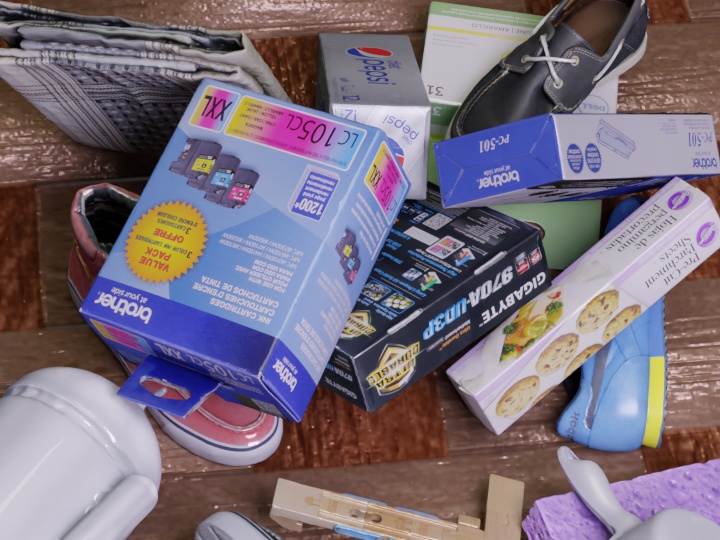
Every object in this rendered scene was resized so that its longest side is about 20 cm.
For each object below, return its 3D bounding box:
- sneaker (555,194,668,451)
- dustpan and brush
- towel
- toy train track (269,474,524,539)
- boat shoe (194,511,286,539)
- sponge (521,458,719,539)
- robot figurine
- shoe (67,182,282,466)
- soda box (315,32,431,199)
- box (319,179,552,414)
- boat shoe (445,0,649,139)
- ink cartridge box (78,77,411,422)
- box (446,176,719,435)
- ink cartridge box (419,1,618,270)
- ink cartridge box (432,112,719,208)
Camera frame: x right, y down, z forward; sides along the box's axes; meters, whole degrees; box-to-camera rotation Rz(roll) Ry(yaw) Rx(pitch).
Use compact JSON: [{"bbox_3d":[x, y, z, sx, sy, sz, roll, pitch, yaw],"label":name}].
[{"bbox_3d":[0.161,0.028,1.367,0.078,0.066,0.202,4,52,3],"label":"sneaker"},{"bbox_3d":[0.176,0.166,1.197,0.139,0.057,0.201,13,39,-45],"label":"dustpan and brush"},{"bbox_3d":[-0.137,-0.112,1.355,0.191,0.200,0.035,9,73,17],"label":"towel"},{"bbox_3d":[0.041,0.169,1.262,0.198,0.033,0.115,15,43,-4],"label":"toy train track"},{"bbox_3d":[-0.012,0.209,1.221,0.200,0.072,0.071,43,51,13],"label":"boat shoe"},{"bbox_3d":[0.207,0.173,1.263,0.198,0.030,0.112,-9,54,-24],"label":"sponge"},{"bbox_3d":[-0.195,0.137,1.224,0.169,0.114,0.200,10,47,40],"label":"robot figurine"},{"bbox_3d":[-0.122,0.032,1.324,0.071,0.091,0.200,-31,61,-25],"label":"shoe"},{"bbox_3d":[0.006,-0.107,1.399,0.067,0.064,0.200,1,19,-5],"label":"soda box"},{"bbox_3d":[0.000,0.000,1.338,0.158,0.046,0.199,-33,36,-26],"label":"box"},{"bbox_3d":[0.129,-0.142,1.437,0.072,0.068,0.200,38,60,19],"label":"boat shoe"},{"bbox_3d":[-0.073,0.000,1.238,0.135,0.076,0.201,17,72,27],"label":"ink cartridge box"},{"bbox_3d":[0.144,0.022,1.314,0.199,0.042,0.039,-39,37,-8],"label":"box"},{"bbox_3d":[0.108,-0.098,1.471,0.144,0.048,0.201,8,50,1],"label":"ink cartridge box"},{"bbox_3d":[0.143,-0.071,1.334,0.199,0.093,0.045,-6,85,-51],"label":"ink cartridge box"}]
